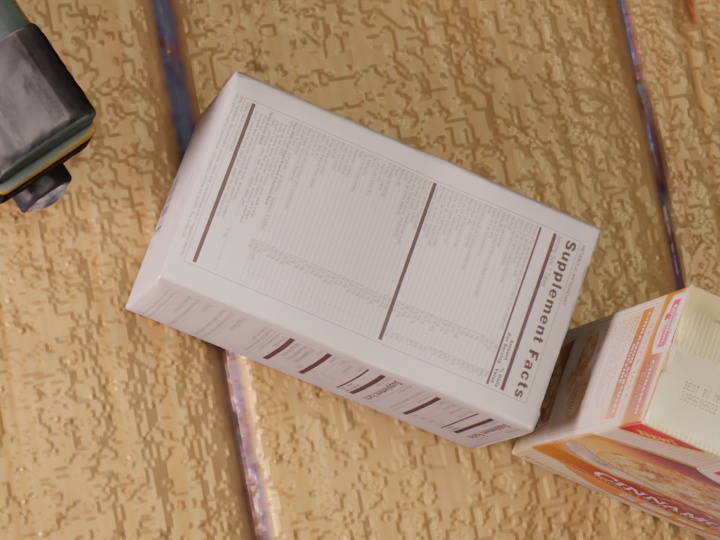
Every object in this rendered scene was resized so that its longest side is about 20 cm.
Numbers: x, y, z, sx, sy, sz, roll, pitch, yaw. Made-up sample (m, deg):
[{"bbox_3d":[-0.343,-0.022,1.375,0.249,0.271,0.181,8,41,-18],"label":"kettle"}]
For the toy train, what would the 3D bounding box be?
[{"bbox_3d":[-0.201,-0.120,1.188,0.085,0.114,0.201,-33,91,-17],"label":"toy train"}]

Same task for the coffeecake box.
[{"bbox_3d":[0.182,0.080,1.211,0.153,0.200,0.074,24,77,-9],"label":"coffeecake box"}]

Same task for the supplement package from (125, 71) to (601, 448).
[{"bbox_3d":[0.000,0.000,1.223,0.199,0.110,0.114,23,77,-10],"label":"supplement package"}]
